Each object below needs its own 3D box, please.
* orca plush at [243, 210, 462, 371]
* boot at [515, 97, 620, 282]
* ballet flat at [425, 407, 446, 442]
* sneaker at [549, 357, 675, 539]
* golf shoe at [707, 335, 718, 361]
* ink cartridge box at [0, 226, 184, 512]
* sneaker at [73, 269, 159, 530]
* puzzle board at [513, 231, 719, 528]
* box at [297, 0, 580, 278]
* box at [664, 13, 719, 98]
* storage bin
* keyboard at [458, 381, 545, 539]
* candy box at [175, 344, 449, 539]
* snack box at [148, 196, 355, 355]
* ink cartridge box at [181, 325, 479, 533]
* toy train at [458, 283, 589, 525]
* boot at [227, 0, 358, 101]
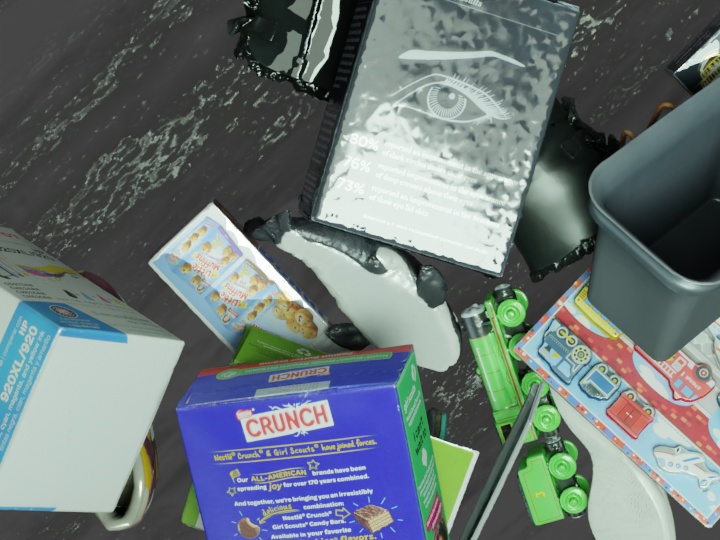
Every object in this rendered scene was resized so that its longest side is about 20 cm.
[{"bbox_3d":[0.000,0.000,1.671,0.199,0.071,0.105,24,127,-17],"label":"orca plush"},{"bbox_3d":[0.102,-0.063,1.649,0.198,0.073,0.163,-38,103,5],"label":"boot"},{"bbox_3d":[0.032,0.205,1.711,0.072,0.073,0.202,1,106,-2],"label":"ballet flat"},{"bbox_3d":[0.218,0.145,1.697,0.075,0.088,0.202,-10,100,43],"label":"sneaker"},{"bbox_3d":[0.324,0.023,1.686,0.198,0.078,0.095,-14,85,0],"label":"golf shoe"},{"bbox_3d":[-0.265,0.066,1.587,0.199,0.147,0.146,30,101,32],"label":"ink cartridge box"},{"bbox_3d":[-0.197,0.101,1.669,0.074,0.090,0.202,-14,102,2],"label":"sneaker"},{"bbox_3d":[0.238,0.072,1.634,0.200,0.017,0.151,42,82,12],"label":"puzzle board"},{"bbox_3d":[0.054,-0.113,1.539,0.147,0.104,0.202,17,93,-8],"label":"box"},{"bbox_3d":[0.358,-0.166,1.651,0.159,0.046,0.200,44,98,-10],"label":"box"},{"bbox_3d":[0.246,-0.037,1.583,0.199,0.135,0.145,-35,65,-29],"label":"storage bin"},{"bbox_3d":[0.101,0.174,1.673,0.011,0.056,0.201,20,125,-2],"label":"keyboard"},{"bbox_3d":[-0.029,0.166,1.593,0.167,0.077,0.202,-6,112,13],"label":"candy box"},{"bbox_3d":[-0.073,0.040,1.693,0.072,0.024,0.200,-41,100,9],"label":"snack box"},{"bbox_3d":[-0.021,0.151,1.669,0.198,0.076,0.149,19,114,0],"label":"ink cartridge box"},{"bbox_3d":[0.129,0.107,1.707,0.056,0.042,0.202,-17,102,13],"label":"toy train"},{"bbox_3d":[0.007,-0.202,1.620,0.197,0.073,0.164,21,99,1],"label":"boot"}]
